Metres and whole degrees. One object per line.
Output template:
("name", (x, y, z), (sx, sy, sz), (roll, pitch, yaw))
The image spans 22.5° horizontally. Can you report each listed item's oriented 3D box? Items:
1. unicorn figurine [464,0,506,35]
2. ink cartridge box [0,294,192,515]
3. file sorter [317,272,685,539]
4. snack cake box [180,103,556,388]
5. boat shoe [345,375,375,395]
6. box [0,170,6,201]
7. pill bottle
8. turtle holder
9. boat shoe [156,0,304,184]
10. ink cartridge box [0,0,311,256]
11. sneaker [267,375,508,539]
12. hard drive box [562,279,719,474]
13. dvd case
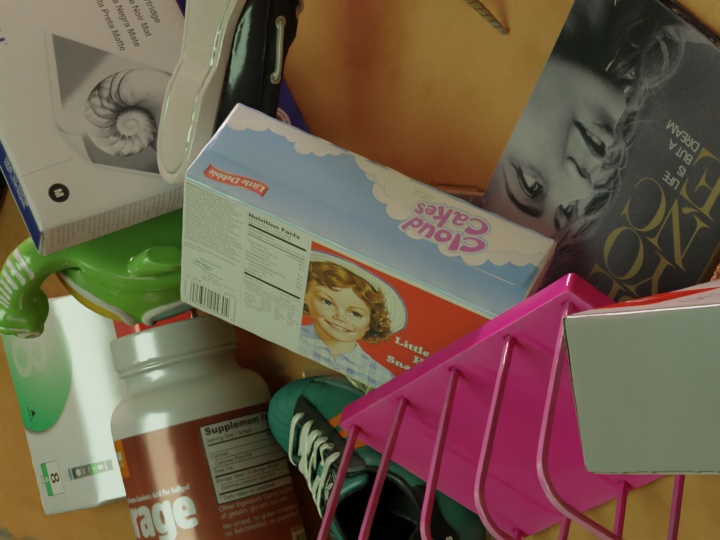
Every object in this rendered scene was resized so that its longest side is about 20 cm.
("unicorn figurine", (0.014, -0.240, 1.033), (0.137, 0.074, 0.201), (21, 116, 48))
("ink cartridge box", (-0.189, 0.092, 1.351), (0.200, 0.050, 0.162), (-18, 85, 50))
("file sorter", (0.087, 0.122, 0.947), (0.200, 0.139, 0.126), (-34, 30, 46))
("snack cake box", (0.000, 0.000, 1.017), (0.199, 0.067, 0.115), (24, 142, 11))
("boat shoe", (-0.002, 0.034, 1.118), (0.200, 0.063, 0.073), (49, 130, 28))
("box", (-0.345, -0.148, 1.473), (0.193, 0.047, 0.200), (49, 132, 32))
("pill bottle", (-0.105, 0.135, 1.217), (0.112, 0.112, 0.201), (-19, 84, 48))
("turtle holder", (-0.148, -0.018, 1.189), (0.140, 0.186, 0.132), (25, 149, 4))
("boat shoe", (-0.066, -0.143, 1.064), (0.074, 0.060, 0.201), (25, 105, 57))
("ink cartridge box", (-0.147, -0.129, 1.141), (0.200, 0.199, 0.041), (62, 157, 17))
("sneaker", (-0.003, 0.124, 1.124), (0.200, 0.080, 0.072), (27, 119, 42))
("hard drive box", (0.217, 0.039, 0.807), (0.200, 0.155, 0.077), (-8, 92, 48))
("dvd case", (0.139, -0.048, 0.979), (0.149, 0.016, 0.201), (46, 129, 31))
